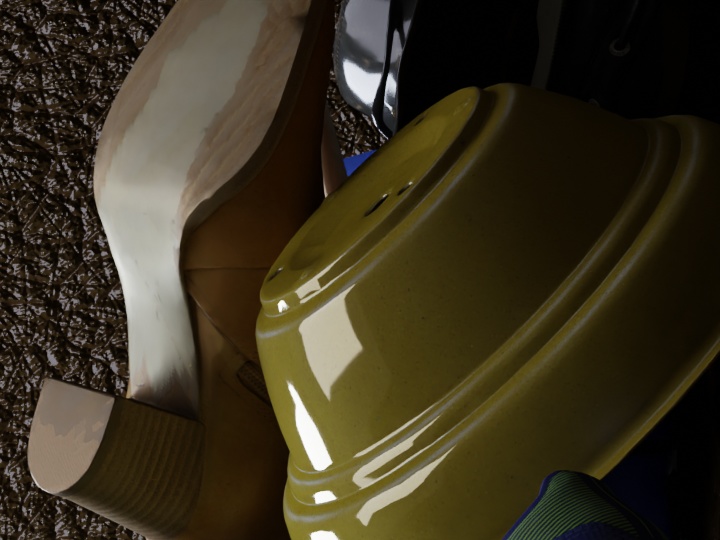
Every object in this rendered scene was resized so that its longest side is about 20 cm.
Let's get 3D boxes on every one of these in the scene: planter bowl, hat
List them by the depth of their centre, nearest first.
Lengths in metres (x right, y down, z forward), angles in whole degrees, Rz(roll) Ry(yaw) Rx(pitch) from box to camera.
[{"bbox_3d":[0.029,0.005,0.744,0.083,0.200,0.200,45,-169,-12],"label":"planter bowl"},{"bbox_3d":[0.040,-0.077,0.908,0.201,0.081,0.201,-28,-55,-50],"label":"hat"}]

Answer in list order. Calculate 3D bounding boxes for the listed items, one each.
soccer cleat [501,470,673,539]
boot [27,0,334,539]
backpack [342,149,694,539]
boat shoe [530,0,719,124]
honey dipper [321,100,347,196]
[{"bbox_3d":[0.020,0.137,0.660,0.200,0.065,0.084,-53,40,25],"label":"soccer cleat"},{"bbox_3d":[-0.023,0.001,0.837,0.144,0.071,0.201,21,-91,-49],"label":"boot"},{"bbox_3d":[0.054,0.048,1.012,0.168,0.162,0.200,1,91,61],"label":"backpack"},{"bbox_3d":[0.099,-0.040,0.867,0.066,0.074,0.200,20,107,42],"label":"boat shoe"},{"bbox_3d":[0.000,0.000,0.918,0.038,0.038,0.200,93,162,-87],"label":"honey dipper"}]
